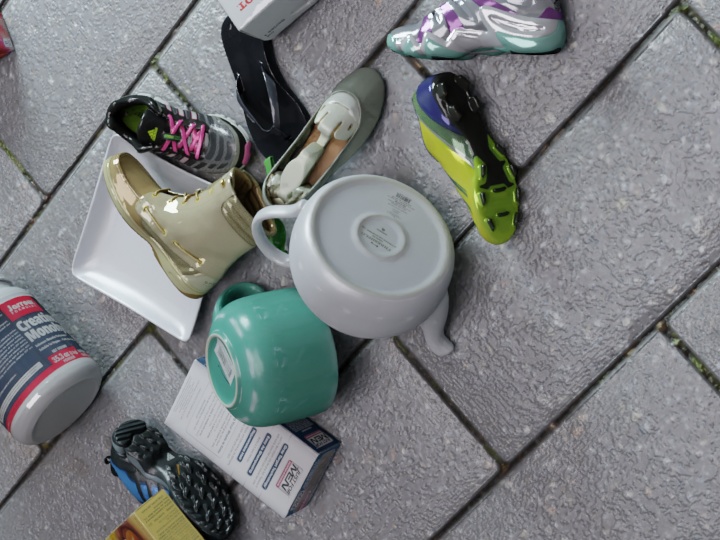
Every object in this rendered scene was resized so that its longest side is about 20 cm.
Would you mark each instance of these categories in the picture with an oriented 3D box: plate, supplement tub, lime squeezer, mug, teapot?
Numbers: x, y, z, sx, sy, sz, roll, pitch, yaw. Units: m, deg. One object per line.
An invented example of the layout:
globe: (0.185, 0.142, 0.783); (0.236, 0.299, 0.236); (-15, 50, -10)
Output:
plate: (-0.256, -0.043, 1.811); (0.199, 0.032, 0.201); (28, 109, 21)
supplement tub: (-0.444, 0.112, 1.867); (0.200, 0.140, 0.141); (43, 113, 15)
lime squeezer: (-0.072, -0.033, 1.716); (0.070, 0.038, 0.201); (-36, 85, 13)
mug: (-0.119, 0.102, 1.686); (0.185, 0.114, 0.153); (11, 111, 60)
teapot: (0.000, 0.000, 1.618); (0.146, 0.196, 0.201); (117, 138, -53)

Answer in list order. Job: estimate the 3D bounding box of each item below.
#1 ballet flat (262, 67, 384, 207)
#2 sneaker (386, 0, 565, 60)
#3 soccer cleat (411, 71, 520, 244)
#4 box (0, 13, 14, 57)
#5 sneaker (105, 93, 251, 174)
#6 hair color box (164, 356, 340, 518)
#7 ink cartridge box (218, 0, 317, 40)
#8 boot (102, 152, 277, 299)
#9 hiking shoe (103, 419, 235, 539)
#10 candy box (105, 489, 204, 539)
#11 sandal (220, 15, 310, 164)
ballet flat: (-0.041, -0.144, 1.650); (0.067, 0.064, 0.201); (38, 100, 10)
sneaker: (0.123, -0.300, 1.563); (0.198, 0.078, 0.141); (0, 95, 18)
soccer cleat: (0.116, -0.122, 1.603); (0.084, 0.064, 0.201); (-23, 90, 57)
box: (-0.546, -0.358, 1.882); (0.095, 0.100, 0.201); (-23, 85, 28)
sneaker: (-0.227, -0.164, 1.749); (0.199, 0.087, 0.074); (23, 106, 23)
hair color box: (-0.133, 0.198, 1.762); (0.199, 0.060, 0.100); (35, 111, 20)
ink cartridge box: (-0.123, -0.388, 1.658); (0.145, 0.084, 0.201); (-38, 79, 17)
boot: (-0.202, -0.085, 1.711); (0.155, 0.073, 0.201); (-37, 87, 31)
hiking shoe: (-0.238, 0.275, 1.833); (0.200, 0.074, 0.087); (41, 136, 16)
candy box: (-0.219, 0.379, 1.794); (0.200, 0.056, 0.117); (51, 142, 3)
sandal: (-0.120, -0.211, 1.712); (0.076, 0.043, 0.201); (-28, 84, 27)
